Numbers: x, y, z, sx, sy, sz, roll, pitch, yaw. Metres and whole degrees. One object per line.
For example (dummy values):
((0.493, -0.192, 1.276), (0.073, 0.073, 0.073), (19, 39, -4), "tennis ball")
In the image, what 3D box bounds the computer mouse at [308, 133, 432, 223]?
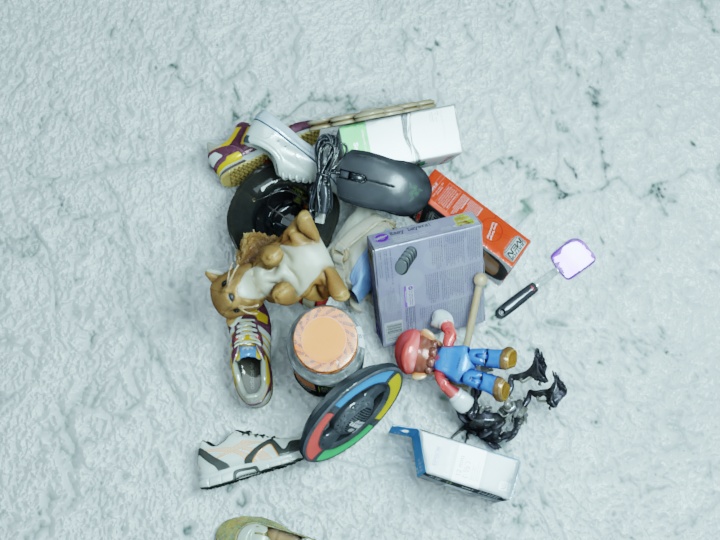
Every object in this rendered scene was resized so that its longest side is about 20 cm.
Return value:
((0.020, -0.133, 1.408), (0.196, 0.053, 0.141), (8, 96, -7), "computer mouse")

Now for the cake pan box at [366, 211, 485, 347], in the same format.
((0.108, 0.019, 1.433), (0.181, 0.203, 0.053), (-14, 33, -8), "cake pan box")

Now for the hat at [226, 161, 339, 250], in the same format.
((-0.133, -0.079, 1.506), (0.197, 0.081, 0.204), (3, 70, -9), "hat")

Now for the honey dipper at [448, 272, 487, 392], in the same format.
((0.176, 0.102, 1.438), (0.037, 0.038, 0.203), (12, 105, 2), "honey dipper")

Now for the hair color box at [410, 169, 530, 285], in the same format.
((0.180, -0.071, 1.498), (0.199, 0.102, 0.061), (37, 73, 9), "hair color box")

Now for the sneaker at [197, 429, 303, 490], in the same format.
((-0.165, 0.283, 1.413), (0.196, 0.074, 0.081), (-14, 74, -5), "sneaker")

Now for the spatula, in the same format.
((0.308, 0.018, 1.519), (0.199, 0.021, 0.057), (-35, 80, -9), "spatula")

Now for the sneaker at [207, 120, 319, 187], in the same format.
((-0.167, -0.226, 1.539), (0.198, 0.075, 0.091), (-26, 71, -13), "sneaker")

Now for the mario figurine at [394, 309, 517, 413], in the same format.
((0.147, 0.141, 1.406), (0.197, 0.107, 0.124), (13, 48, 27), "mario figurine")

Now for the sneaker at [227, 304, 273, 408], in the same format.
((-0.177, 0.118, 1.446), (0.074, 0.090, 0.203), (-11, 76, -4), "sneaker")

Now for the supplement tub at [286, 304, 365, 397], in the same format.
((-0.052, 0.126, 1.391), (0.120, 0.200, 0.125), (0, 75, -2), "supplement tub")

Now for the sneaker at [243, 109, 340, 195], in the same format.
((-0.104, -0.175, 1.470), (0.199, 0.073, 0.071), (38, 86, -6), "sneaker")

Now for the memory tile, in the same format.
((0.020, -0.259, 1.488), (0.151, 0.199, 0.017), (-4, 101, 39), "memory tile")

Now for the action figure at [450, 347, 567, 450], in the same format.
((0.229, 0.210, 1.427), (0.199, 0.103, 0.119), (-37, 109, 28), "action figure")

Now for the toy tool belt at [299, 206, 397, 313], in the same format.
((0.000, 0.000, 1.467), (0.122, 0.125, 0.201), (32, 77, 16), "toy tool belt")

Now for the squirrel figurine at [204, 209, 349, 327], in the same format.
((-0.137, 0.008, 1.350), (0.185, 0.200, 0.143), (-28, 103, -5), "squirrel figurine")

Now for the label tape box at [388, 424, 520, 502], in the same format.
((0.133, 0.297, 1.378), (0.197, 0.143, 0.067), (15, 75, 3), "label tape box")

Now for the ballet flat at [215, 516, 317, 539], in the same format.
((-0.129, 0.425, 1.380), (0.197, 0.071, 0.072), (16, 75, 3), "ballet flat")

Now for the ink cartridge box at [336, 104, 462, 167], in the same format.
((0.062, -0.210, 1.504), (0.196, 0.146, 0.086), (-11, 91, -4), "ink cartridge box")

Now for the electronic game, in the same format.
((-0.012, 0.218, 1.370), (0.199, 0.201, 0.042), (-39, 64, -11), "electronic game")
